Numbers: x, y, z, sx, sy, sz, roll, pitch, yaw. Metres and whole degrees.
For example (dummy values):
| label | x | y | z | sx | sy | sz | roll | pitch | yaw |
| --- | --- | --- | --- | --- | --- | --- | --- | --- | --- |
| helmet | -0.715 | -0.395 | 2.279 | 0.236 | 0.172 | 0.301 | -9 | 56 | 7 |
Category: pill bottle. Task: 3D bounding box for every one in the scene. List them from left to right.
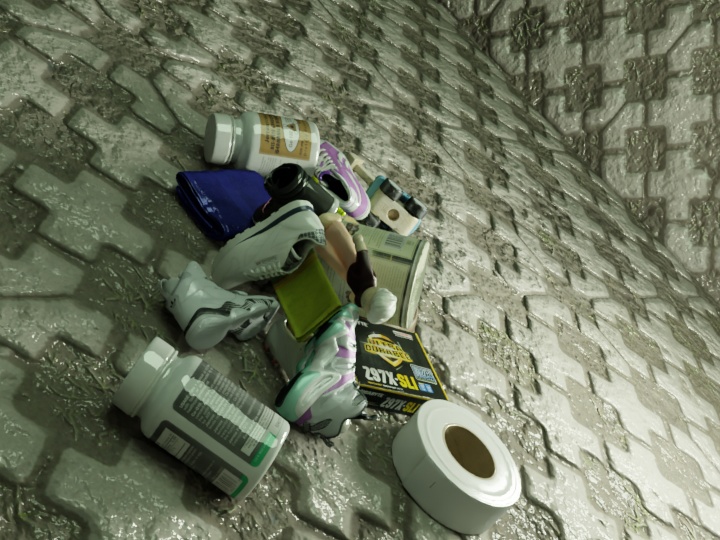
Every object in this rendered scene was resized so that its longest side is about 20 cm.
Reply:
| label | x | y | z | sx | sy | sz | roll | pitch | yaw |
| --- | --- | --- | --- | --- | --- | --- | --- | --- | --- |
| pill bottle | -0.194 | 0.177 | 1.190 | 0.199 | 0.114 | 0.113 | 37 | 26 | -6 |
| pill bottle | -0.183 | -0.231 | 1.813 | 0.196 | 0.116 | 0.115 | 6 | 38 | -23 |

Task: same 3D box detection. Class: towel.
| label | x | y | z | sx | sy | sz | roll | pitch | yaw |
| --- | --- | --- | --- | --- | --- | --- | --- | --- | --- |
| towel | -0.216 | -0.109 | 1.690 | 0.148 | 0.050 | 0.199 | 53 | 31 | 18 |
| towel | -0.089 | 0.021 | 1.462 | 0.018 | 0.086 | 0.201 | 43 | 11 | -36 |

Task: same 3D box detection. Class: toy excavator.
| label | x | y | z | sx | sy | sz | roll | pitch | yaw |
| --- | --- | --- | --- | --- | --- | --- | --- | --- | --- |
| toy excavator | 0.040 | -0.158 | 2.059 | 0.193 | 0.100 | 0.200 | 36 | 13 | -10 |

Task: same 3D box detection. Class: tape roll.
| label | x | y | z | sx | sy | sz | roll | pitch | yaw |
| --- | --- | --- | --- | --- | --- | --- | --- | --- | --- |
| tape roll | 0.145 | 0.295 | 1.489 | 0.200 | 0.071 | 0.204 | 31 | 28 | -18 |

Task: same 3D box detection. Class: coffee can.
| label | x | y | z | sx | sy | sz | roll | pitch | yaw |
| --- | --- | --- | --- | --- | --- | --- | --- | --- | --- |
| coffee can | 0.000 | 0.000 | 1.598 | 0.196 | 0.149 | 0.147 | 15 | 24 | 10 |

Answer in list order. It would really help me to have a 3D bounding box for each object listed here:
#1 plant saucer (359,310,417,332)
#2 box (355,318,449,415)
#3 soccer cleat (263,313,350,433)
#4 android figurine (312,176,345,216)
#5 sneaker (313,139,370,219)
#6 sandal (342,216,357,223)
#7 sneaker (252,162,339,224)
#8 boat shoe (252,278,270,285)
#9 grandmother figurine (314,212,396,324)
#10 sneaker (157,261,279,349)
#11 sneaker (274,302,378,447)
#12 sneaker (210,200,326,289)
| label | x | y | z | sx | sy | sz | roll | pitch | yaw |
| --- | --- | --- | --- | --- | --- | --- | --- | --- | --- |
| plant saucer | 0.039 | 0.034 | 1.744 | 0.199 | 0.034 | 0.203 | 35 | 37 | -32 |
| box | 0.035 | 0.154 | 1.595 | 0.198 | 0.049 | 0.161 | 18 | 35 | -37 |
| soccer cleat | -0.072 | 0.146 | 1.433 | 0.069 | 0.078 | 0.201 | 0 | 46 | -51 |
| android figurine | -0.101 | -0.180 | 1.949 | 0.199 | 0.041 | 0.182 | 37 | 26 | -4 |
| sneaker | -0.060 | -0.191 | 1.856 | 0.201 | 0.073 | 0.114 | 50 | 10 | 25 |
| sandal | 0.041 | -0.010 | 1.690 | 0.214 | 0.069 | 0.077 | 57 | 32 | 2 |
| sneaker | -0.127 | -0.121 | 1.566 | 0.099 | 0.198 | 0.071 | 47 | 59 | -29 |
| boat shoe | -0.135 | -0.037 | 1.642 | 0.073 | 0.075 | 0.200 | 4 | 26 | 33 |
| grandmother figurine | -0.007 | 0.006 | 1.452 | 0.060 | 0.123 | 0.201 | -23 | 47 | -14 |
| sneaker | -0.205 | 0.042 | 1.428 | 0.115 | 0.075 | 0.199 | 47 | 27 | 17 |
| sneaker | -0.022 | 0.156 | 1.384 | 0.139 | 0.078 | 0.201 | 40 | 60 | -12 |
| sneaker | -0.142 | -0.022 | 1.482 | 0.076 | 0.199 | 0.081 | 19 | 40 | -62 |
